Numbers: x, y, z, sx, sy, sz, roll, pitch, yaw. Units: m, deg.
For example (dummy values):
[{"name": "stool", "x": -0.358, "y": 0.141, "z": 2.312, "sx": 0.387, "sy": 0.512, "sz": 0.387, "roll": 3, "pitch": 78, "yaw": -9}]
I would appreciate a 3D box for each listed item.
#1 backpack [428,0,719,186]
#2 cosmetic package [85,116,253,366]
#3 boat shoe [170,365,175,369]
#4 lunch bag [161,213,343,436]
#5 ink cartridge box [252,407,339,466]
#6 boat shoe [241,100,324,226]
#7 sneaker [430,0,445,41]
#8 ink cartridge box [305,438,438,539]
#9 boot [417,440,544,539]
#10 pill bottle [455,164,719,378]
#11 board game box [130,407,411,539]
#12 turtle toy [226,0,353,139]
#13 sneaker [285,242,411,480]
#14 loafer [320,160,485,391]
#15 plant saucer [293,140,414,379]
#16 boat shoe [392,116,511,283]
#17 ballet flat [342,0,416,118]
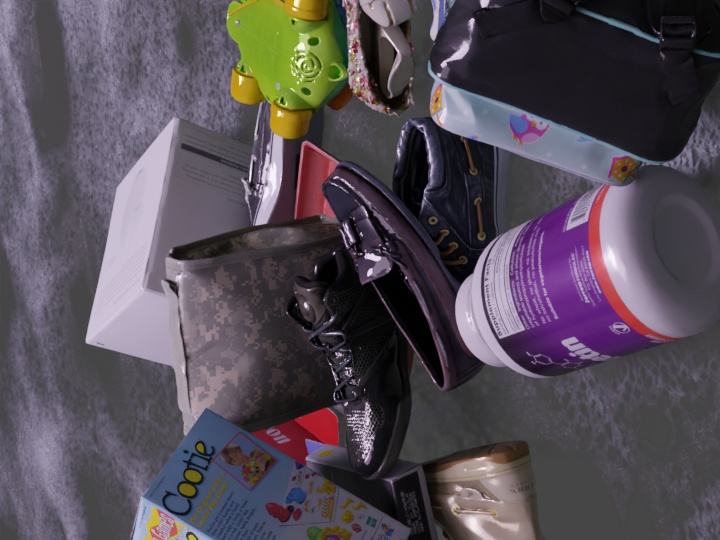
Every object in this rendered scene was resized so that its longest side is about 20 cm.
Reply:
[{"name": "backpack", "x": 0.131, "y": -0.162, "z": 0.673, "sx": 0.154, "sy": 0.173, "sz": 0.202, "roll": 110, "pitch": 175, "yaw": -48}, {"name": "cosmetic package", "x": -0.202, "y": -0.023, "z": 1.198, "sx": 0.199, "sy": 0.121, "sz": 0.203, "roll": -32, "pitch": 45, "yaw": 54}, {"name": "boat shoe", "x": -0.174, "y": 0.088, "z": 1.306, "sx": 0.069, "sy": 0.072, "sz": 0.199, "roll": 51, "pitch": 134, "yaw": -8}, {"name": "lunch bag", "x": -0.088, "y": 0.048, "z": 0.984, "sx": 0.117, "sy": 0.198, "sz": 0.167, "roll": 14, "pitch": 112, "yaw": 52}, {"name": "ink cartridge box", "x": -0.110, "y": 0.213, "z": 1.227, "sx": 0.199, "sy": 0.083, "sz": 0.179, "roll": 27, "pitch": 120, "yaw": 50}, {"name": "boat shoe", "x": -0.088, "y": -0.092, "z": 1.115, "sx": 0.068, "sy": 0.073, "sz": 0.202, "roll": 29, "pitch": 123, "yaw": 43}, {"name": "sneaker", "x": 0.071, "y": -0.269, "z": 0.835, "sx": 0.088, "sy": 0.074, "sz": 0.204, "roll": 7, "pitch": 104, "yaw": 55}, {"name": "ink cartridge box", "x": 0.007, "y": 0.265, "z": 0.997, "sx": 0.199, "sy": 0.047, "sz": 0.201, "roll": -3, "pitch": 103, "yaw": 56}, {"name": "boot", "x": 0.096, "y": 0.240, "z": 0.951, "sx": 0.199, "sy": 0.072, "sz": 0.158, "roll": -26, "pitch": 79, "yaw": 52}, {"name": "pill bottle", "x": 0.154, "y": 0.010, "z": 0.760, "sx": 0.199, "sy": 0.111, "sz": 0.114, "roll": -29, "pitch": 76, "yaw": 55}, {"name": "board game box", "x": -0.077, "y": 0.225, "z": 0.890, "sx": 0.198, "sy": 0.105, "sz": 0.104, "roll": 30, "pitch": 136, "yaw": 5}, {"name": "turtle toy", "x": -0.063, "y": -0.222, "z": 1.018, "sx": 0.200, "sy": 0.100, "sz": 0.148, "roll": 43, "pitch": 132, "yaw": 41}, {"name": "sneaker", "x": -0.013, "y": 0.072, "z": 0.912, "sx": 0.076, "sy": 0.113, "sz": 0.203, "roll": -11, "pitch": 72, "yaw": 54}, {"name": "loafer", "x": 0.031, "y": 0.005, "z": 0.857, "sx": 0.201, "sy": 0.063, "sz": 0.072, "roll": 50, "pitch": 158, "yaw": 0}, {"name": "plant saucer", "x": 0.000, "y": 0.000, "z": 1.049, "sx": 0.199, "sy": 0.036, "sz": 0.203, "roll": 36, "pitch": 128, "yaw": 44}, {"name": "boat shoe", "x": 0.071, "y": -0.031, "z": 0.887, "sx": 0.070, "sy": 0.090, "sz": 0.204, "roll": 15, "pitch": 112, "yaw": 52}, {"name": "ballet flat", "x": 0.022, "y": -0.208, "z": 0.893, "sx": 0.064, "sy": 0.075, "sz": 0.201, "roll": 53, "pitch": 165, "yaw": 33}]
